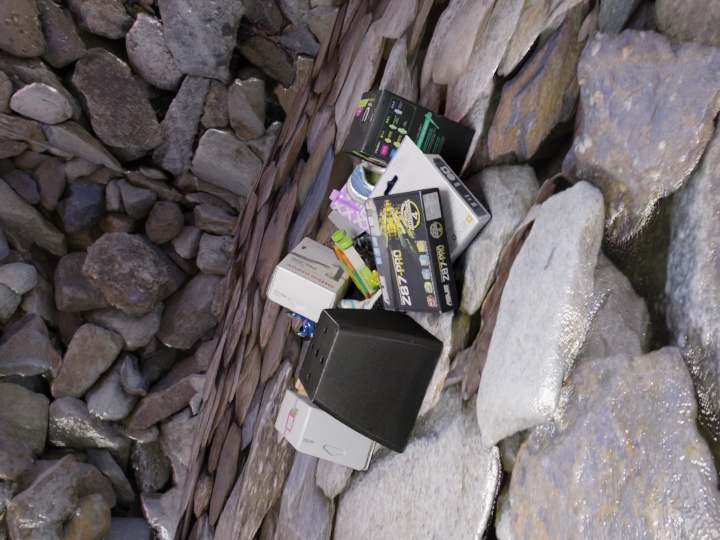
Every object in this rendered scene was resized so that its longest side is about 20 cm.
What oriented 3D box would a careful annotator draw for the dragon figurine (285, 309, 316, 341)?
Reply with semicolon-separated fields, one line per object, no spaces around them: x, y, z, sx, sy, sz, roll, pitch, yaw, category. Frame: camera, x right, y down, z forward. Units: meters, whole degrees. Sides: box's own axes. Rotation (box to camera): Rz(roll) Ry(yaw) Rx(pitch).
-0.113;0.100;1.683;0.100;0.058;0.201;-49;56;33;dragon figurine

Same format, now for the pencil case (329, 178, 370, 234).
0.036;-0.097;1.403;0.084;0.199;0.086;-59;-7;32;pencil case

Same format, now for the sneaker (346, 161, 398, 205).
0.069;-0.137;1.335;0.077;0.197;0.076;108;-178;-61;sneaker

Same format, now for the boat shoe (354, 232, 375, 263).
0.025;-0.053;1.563;0.062;0.075;0.200;-51;15;-6;boat shoe

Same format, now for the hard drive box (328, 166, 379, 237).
0.034;-0.163;1.565;0.156;0.077;0.200;-47;9;-22;hard drive box

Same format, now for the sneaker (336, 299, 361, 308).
-0.034;0.161;1.539;0.076;0.080;0.203;-18;56;66;sneaker

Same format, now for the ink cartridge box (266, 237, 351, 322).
-0.102;0.018;1.599;0.200;0.144;0.086;-56;-10;-63;ink cartridge box

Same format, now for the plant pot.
0.002;0.170;1.267;0.202;0.175;0.200;-70;19;5;plant pot

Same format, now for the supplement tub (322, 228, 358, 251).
-0.061;-0.006;1.749;0.202;0.106;0.107;-62;20;25;supplement tub

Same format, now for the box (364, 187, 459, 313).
0.085;-0.032;1.227;0.160;0.049;0.203;2;105;57;box

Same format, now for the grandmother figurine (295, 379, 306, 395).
-0.103;0.204;1.744;0.121;0.060;0.203;37;110;62;grandmother figurine

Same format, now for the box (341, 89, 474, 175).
0.088;-0.248;1.387;0.148;0.198;0.126;-148;78;-72;box

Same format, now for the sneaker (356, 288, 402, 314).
0.028;0.070;1.408;0.201;0.070;0.094;-53;30;15;sneaker

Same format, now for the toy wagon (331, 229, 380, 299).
0.000;0.000;1.494;0.039;0.156;0.200;-33;20;-4;toy wagon

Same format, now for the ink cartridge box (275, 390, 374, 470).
-0.069;0.304;1.394;0.086;0.143;0.200;-71;17;-5;ink cartridge box

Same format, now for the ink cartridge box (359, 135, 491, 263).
0.105;-0.097;1.262;0.201;0.043;0.199;53;135;18;ink cartridge box
